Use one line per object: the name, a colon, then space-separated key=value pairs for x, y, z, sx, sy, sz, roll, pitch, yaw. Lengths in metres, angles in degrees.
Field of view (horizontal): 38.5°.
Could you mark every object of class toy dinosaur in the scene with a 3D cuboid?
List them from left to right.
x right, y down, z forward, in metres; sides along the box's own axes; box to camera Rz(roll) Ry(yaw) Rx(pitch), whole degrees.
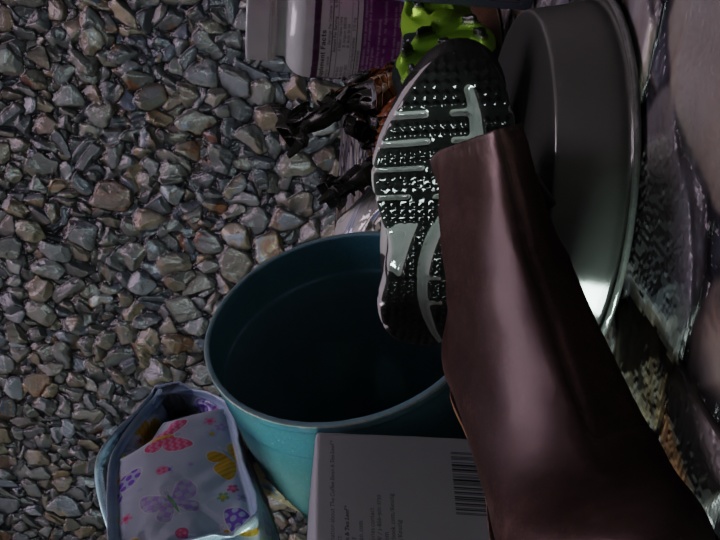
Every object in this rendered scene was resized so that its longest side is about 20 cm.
toy dinosaur: x=0.007 y=-0.123 z=0.818 sx=0.103 sy=0.135 sz=0.200 roll=60 pitch=-170 yaw=0

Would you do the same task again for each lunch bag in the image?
lunch bag: x=-0.124 y=0.203 z=0.776 sx=0.200 sy=0.126 sz=0.171 roll=-115 pitch=13 yaw=-61

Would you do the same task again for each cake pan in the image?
cake pan: x=0.097 y=-0.047 z=0.547 sx=0.200 sy=0.036 sz=0.202 roll=-178 pitch=90 yaw=-85

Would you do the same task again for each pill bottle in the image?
pill bottle: x=-0.015 y=-0.249 z=1.039 sx=0.112 sy=0.198 sz=0.113 roll=-177 pitch=90 yaw=-85

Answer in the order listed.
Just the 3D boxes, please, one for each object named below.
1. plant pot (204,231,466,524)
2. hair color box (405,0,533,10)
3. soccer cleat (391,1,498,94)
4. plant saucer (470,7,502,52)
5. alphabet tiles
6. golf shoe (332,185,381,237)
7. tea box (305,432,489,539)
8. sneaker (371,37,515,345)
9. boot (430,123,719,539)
plant pot: x=0.005 y=0.106 z=0.769 sx=0.201 sy=0.199 sz=0.189 roll=-93 pitch=-7 yaw=-53
hair color box: x=0.015 y=-0.228 z=0.653 sx=0.061 sy=0.198 sz=0.100 roll=104 pitch=168 yaw=-65
soccer cleat: x=0.057 y=-0.129 z=0.681 sx=0.200 sy=0.067 sz=0.082 roll=-86 pitch=-14 yaw=-62
plant saucer: x=0.080 y=-0.123 z=0.840 sx=0.200 sy=0.032 sz=0.202 roll=-178 pitch=90 yaw=-85
alphabet tiles: x=-0.021 y=0.115 z=0.874 sx=0.200 sy=0.166 sz=0.006 roll=-50 pitch=30 yaw=8
golf shoe: x=0.000 y=0.000 z=0.888 sx=0.200 sy=0.078 sz=0.098 roll=-55 pitch=33 yaw=28
tea box: x=0.028 y=0.239 z=0.637 sx=0.197 sy=0.133 sz=0.201 roll=99 pitch=173 yaw=-48
sneaker: x=0.039 y=-0.049 z=0.586 sx=0.201 sy=0.073 sz=0.080 roll=98 pitch=175 yaw=-45
boot: x=0.067 y=0.028 z=0.403 sx=0.200 sy=0.072 sz=0.168 roll=-156 pitch=54 yaw=-81
